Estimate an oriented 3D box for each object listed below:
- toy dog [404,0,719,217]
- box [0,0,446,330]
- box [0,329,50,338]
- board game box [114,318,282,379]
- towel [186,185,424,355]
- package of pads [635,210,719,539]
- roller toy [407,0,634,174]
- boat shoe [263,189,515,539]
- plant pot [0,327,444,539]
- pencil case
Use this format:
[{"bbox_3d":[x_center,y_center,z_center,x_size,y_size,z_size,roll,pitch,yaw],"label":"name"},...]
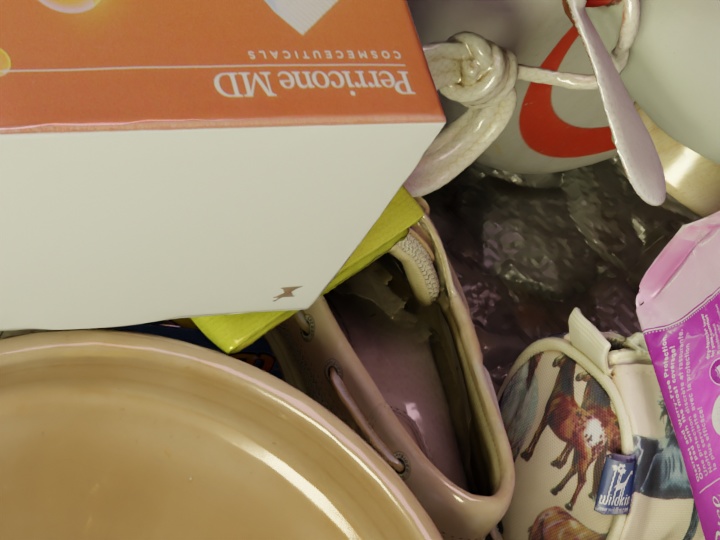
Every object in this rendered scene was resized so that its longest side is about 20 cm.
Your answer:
[{"bbox_3d":[0.106,-0.062,0.764,0.200,0.132,0.096,-6,37,-46],"label":"toy dog"},{"bbox_3d":[-0.076,-0.094,0.662,0.124,0.098,0.200,-4,62,-28],"label":"box"},{"bbox_3d":[-0.106,-0.071,0.768,0.095,0.078,0.200,21,48,-13],"label":"box"},{"bbox_3d":[-0.095,-0.030,0.820,0.200,0.034,0.136,7,52,-25],"label":"board game box"},{"bbox_3d":[-0.075,-0.068,0.719,0.086,0.018,0.200,-34,78,-37],"label":"towel"},{"bbox_3d":[0.192,0.037,0.785,0.200,0.076,0.121,-4,69,-30],"label":"package of pads"},{"bbox_3d":[0.080,-0.139,0.896,0.182,0.200,0.140,-18,65,-30],"label":"roller toy"},{"bbox_3d":[0.000,0.000,0.780,0.072,0.065,0.200,0,58,-29],"label":"boat shoe"},{"bbox_3d":[-0.073,0.124,0.659,0.200,0.093,0.201,10,62,-19],"label":"plant pot"},{"bbox_3d":[0.142,0.059,0.840,0.200,0.090,0.078,1,42,-28],"label":"pencil case"}]
